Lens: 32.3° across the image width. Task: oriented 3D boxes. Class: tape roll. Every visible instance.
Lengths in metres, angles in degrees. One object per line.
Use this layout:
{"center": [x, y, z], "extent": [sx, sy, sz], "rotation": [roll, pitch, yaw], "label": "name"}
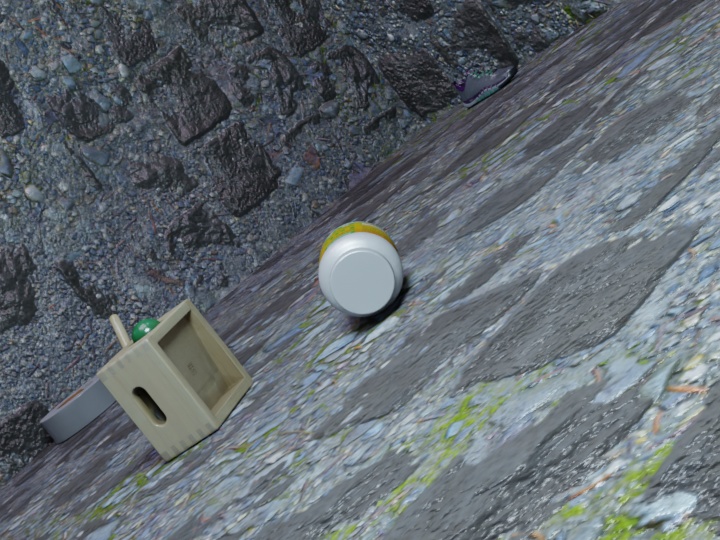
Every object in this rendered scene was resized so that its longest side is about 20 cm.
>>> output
{"center": [-0.642, 0.313, 2.880], "extent": [0.200, 0.066, 0.200], "rotation": [-36, 8, 6], "label": "tape roll"}

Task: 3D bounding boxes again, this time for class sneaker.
{"center": [0.324, -0.504, 3.285], "extent": [0.200, 0.088, 0.074], "rotation": [-30, 11, 45], "label": "sneaker"}

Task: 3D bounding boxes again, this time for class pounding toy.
{"center": [-0.281, 0.140, 1.760], "extent": [0.142, 0.200, 0.184], "rotation": [-34, 8, 23], "label": "pounding toy"}

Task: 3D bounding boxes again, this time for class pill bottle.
{"center": [0.000, 0.000, 1.649], "extent": [0.111, 0.111, 0.200], "rotation": [-37, 8, 4], "label": "pill bottle"}
